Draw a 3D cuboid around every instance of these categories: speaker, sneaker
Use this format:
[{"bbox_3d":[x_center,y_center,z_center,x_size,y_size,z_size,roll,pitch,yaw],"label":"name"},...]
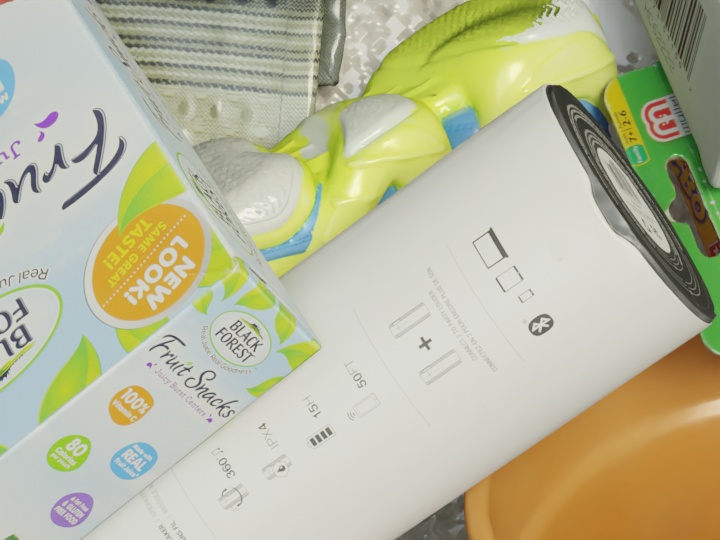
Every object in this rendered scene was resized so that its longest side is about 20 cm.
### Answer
[{"bbox_3d":[-0.004,0.037,0.710,0.200,0.081,0.081,-36,90,14],"label":"speaker"},{"bbox_3d":[0.000,0.000,0.771,0.199,0.076,0.105,-28,112,-3],"label":"sneaker"}]

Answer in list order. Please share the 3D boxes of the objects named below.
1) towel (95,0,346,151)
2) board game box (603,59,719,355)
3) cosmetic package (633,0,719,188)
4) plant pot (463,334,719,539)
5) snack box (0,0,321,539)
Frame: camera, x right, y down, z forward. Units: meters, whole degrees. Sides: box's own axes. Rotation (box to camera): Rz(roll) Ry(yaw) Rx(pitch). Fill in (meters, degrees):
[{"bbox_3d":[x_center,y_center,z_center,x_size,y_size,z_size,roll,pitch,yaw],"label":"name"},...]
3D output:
[{"bbox_3d":[-0.100,-0.122,0.818,0.198,0.035,0.194,5,90,4],"label":"towel"},{"bbox_3d":[0.178,-0.039,0.769,0.199,0.030,0.096,-15,70,-14],"label":"board game box"},{"bbox_3d":[0.182,-0.105,0.745,0.199,0.071,0.102,-14,64,-9],"label":"cosmetic package"},{"bbox_3d":[0.136,0.111,0.738,0.199,0.200,0.141,-8,120,3],"label":"plant pot"},{"bbox_3d":[-0.116,-0.008,0.720,0.142,0.053,0.200,-39,48,5],"label":"snack box"}]
